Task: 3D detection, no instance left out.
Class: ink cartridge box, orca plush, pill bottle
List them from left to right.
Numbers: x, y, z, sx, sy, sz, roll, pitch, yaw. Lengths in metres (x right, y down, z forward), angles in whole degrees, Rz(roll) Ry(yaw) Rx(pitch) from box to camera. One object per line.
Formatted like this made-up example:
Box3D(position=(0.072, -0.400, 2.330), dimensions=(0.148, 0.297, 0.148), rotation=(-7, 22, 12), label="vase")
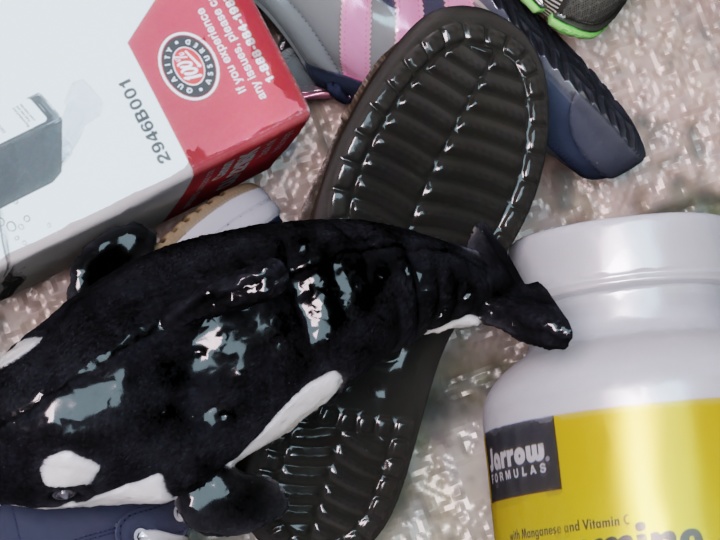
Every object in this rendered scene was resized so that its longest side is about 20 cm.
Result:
Box3D(position=(-0.140, -0.063, 0.833), dimensions=(0.200, 0.084, 0.145), rotation=(-27, 87, -15), label="ink cartridge box")
Box3D(position=(-0.026, 0.023, 0.786), dimensions=(0.199, 0.071, 0.106), rotation=(-3, 72, -17), label="orca plush")
Box3D(position=(0.102, 0.086, 0.885), dimensions=(0.112, 0.112, 0.201), rotation=(-4, 80, -14), label="pill bottle")

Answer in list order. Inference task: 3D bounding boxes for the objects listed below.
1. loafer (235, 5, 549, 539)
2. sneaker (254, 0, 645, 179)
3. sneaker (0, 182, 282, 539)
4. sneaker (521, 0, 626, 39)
Box3D(position=(0.000, 0.000, 0.885), dimensions=(0.073, 0.071, 0.201), rotation=(25, 88, -20), label="loafer")
Box3D(position=(0.012, -0.084, 0.931), dimensions=(0.200, 0.070, 0.082), rotation=(38, 105, -10), label="sneaker")
Box3D(position=(-0.065, 0.070, 0.835), dimensions=(0.108, 0.070, 0.200), rotation=(40, 66, 2), label="sneaker")
Box3D(position=(0.109, -0.178, 0.946), dimensions=(0.077, 0.084, 0.200), rotation=(31, 72, -12), label="sneaker")
